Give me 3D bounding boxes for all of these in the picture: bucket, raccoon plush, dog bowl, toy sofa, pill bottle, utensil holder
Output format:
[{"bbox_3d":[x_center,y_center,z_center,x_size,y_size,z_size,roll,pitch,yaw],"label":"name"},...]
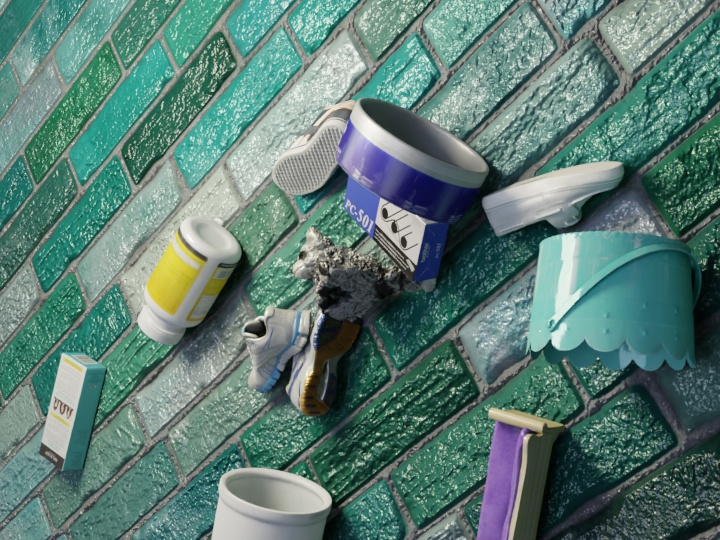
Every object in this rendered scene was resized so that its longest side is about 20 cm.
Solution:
[{"bbox_3d":[0.292,0.039,1.255,0.205,0.206,0.137,-3,78,39],"label":"bucket"},{"bbox_3d":[0.000,0.000,1.564,0.135,0.197,0.098,-105,23,-55],"label":"raccoon plush"},{"bbox_3d":[0.068,-0.147,1.448,0.200,0.199,0.079,43,115,33],"label":"dog bowl"},{"bbox_3d":[0.188,0.282,1.384,0.082,0.097,0.203,13,96,38],"label":"toy sofa"},{"bbox_3d":[-0.287,0.021,1.784,0.112,0.111,0.201,48,115,31],"label":"pill bottle"},{"bbox_3d":[-0.142,0.418,1.602,0.169,0.169,0.203,18,99,39],"label":"utensil holder"}]

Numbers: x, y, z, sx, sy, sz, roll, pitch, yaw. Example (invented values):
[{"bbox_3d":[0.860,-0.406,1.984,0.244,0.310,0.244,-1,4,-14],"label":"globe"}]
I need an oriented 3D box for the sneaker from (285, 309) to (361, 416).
[{"bbox_3d":[-0.064,0.111,1.621,0.088,0.075,0.202,24,94,56],"label":"sneaker"}]

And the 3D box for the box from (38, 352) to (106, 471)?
[{"bbox_3d":[-0.533,0.261,2.010,0.082,0.049,0.203,22,101,38],"label":"box"}]

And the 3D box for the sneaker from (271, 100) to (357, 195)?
[{"bbox_3d":[-0.057,-0.184,1.638,0.199,0.078,0.080,-31,24,48],"label":"sneaker"}]

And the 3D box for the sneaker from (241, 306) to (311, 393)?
[{"bbox_3d":[-0.145,0.112,1.646,0.201,0.086,0.076,124,159,-45],"label":"sneaker"}]

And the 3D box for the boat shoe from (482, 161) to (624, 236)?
[{"bbox_3d":[0.248,-0.087,1.385,0.198,0.072,0.069,-15,99,31],"label":"boat shoe"}]

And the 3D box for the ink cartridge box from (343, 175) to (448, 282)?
[{"bbox_3d":[0.046,-0.080,1.520,0.200,0.044,0.095,48,138,43],"label":"ink cartridge box"}]
